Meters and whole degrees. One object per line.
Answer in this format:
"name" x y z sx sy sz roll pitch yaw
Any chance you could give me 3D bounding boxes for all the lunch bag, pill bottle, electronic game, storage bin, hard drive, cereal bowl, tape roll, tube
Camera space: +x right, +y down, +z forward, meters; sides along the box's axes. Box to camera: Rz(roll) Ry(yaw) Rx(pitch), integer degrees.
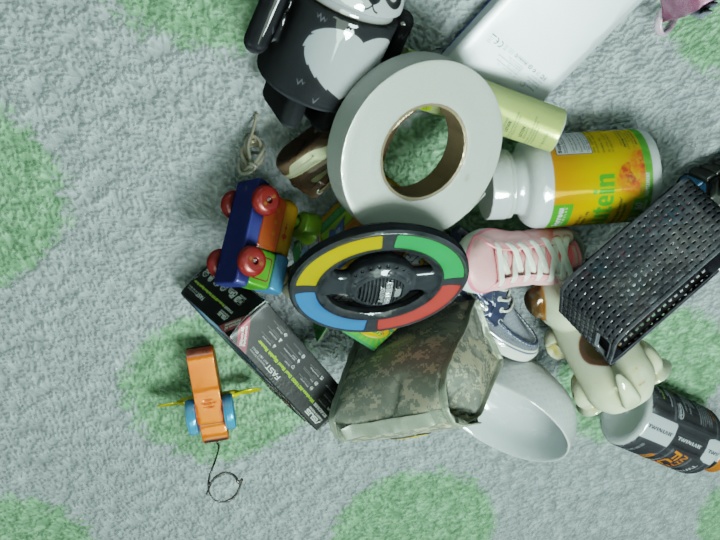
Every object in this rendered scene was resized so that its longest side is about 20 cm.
"lunch bag" 0.066 0.138 1.261 0.164 0.200 0.118 -12 115 29
"pill bottle" 0.244 -0.108 1.233 0.199 0.111 0.111 -4 127 -8
"electronic game" 0.020 0.011 1.136 0.199 0.042 0.200 -6 146 -4
"storage bin" 0.336 0.002 1.212 0.200 0.094 0.135 -41 160 -5
"hard drive" 0.201 -0.272 1.157 0.132 0.025 0.200 32 115 -29
"cereal bowl" 0.207 0.172 1.415 0.200 0.083 0.200 25 151 15
"tape roll" 0.060 -0.129 1.099 0.202 0.037 0.203 -14 121 -25
"tube" 0.129 -0.187 1.162 0.200 0.052 0.058 20 96 -4
"pill bottle" 0.460 0.236 1.533 0.200 0.106 0.106 24 118 -25

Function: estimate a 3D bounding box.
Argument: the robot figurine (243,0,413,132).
"robot figurine" -0.032 -0.242 1.069 0.125 0.150 0.200 32 120 8

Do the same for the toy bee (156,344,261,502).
"toy bee" -0.207 0.190 1.386 0.131 0.109 0.200 12 98 -10

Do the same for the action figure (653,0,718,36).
"action figure" 0.311 -0.365 1.087 0.200 0.134 0.149 30 158 -16

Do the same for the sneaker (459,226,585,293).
"sneaker" 0.200 -0.016 1.235 0.200 0.104 0.076 -7 93 -52

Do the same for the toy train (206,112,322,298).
"toy train" -0.092 -0.068 1.186 0.116 0.085 0.200 20 76 -35

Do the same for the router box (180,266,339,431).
"router box" -0.118 0.093 1.282 0.062 0.150 0.200 -44 125 -10

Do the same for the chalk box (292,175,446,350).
"chalk box" 0.000 0.000 1.257 0.124 0.125 0.200 35 112 -30

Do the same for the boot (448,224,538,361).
"boot" 0.169 0.032 1.319 0.200 0.073 0.090 36 121 -13

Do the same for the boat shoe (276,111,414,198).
"boat shoe" 0.006 -0.151 1.151 0.202 0.075 0.075 -30 118 18

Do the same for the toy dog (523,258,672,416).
"toy dog" 0.293 0.083 1.346 0.139 0.194 0.200 -29 92 21

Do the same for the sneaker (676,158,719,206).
"sneaker" 0.492 -0.127 1.303 0.200 0.073 0.082 -31 142 19
